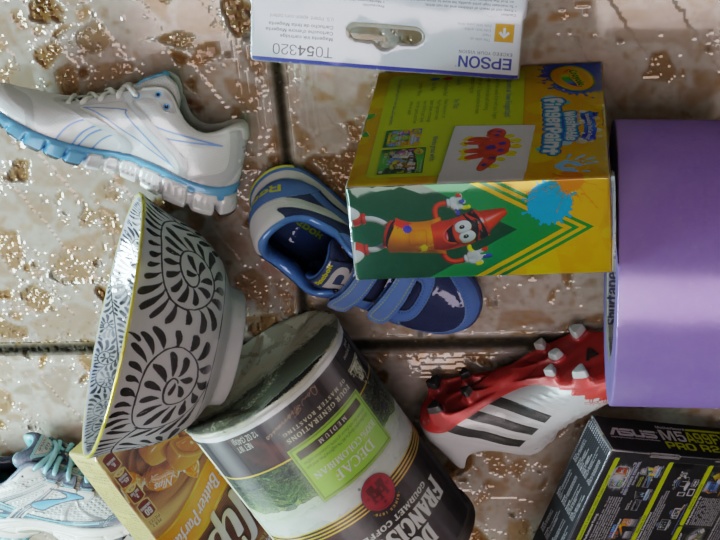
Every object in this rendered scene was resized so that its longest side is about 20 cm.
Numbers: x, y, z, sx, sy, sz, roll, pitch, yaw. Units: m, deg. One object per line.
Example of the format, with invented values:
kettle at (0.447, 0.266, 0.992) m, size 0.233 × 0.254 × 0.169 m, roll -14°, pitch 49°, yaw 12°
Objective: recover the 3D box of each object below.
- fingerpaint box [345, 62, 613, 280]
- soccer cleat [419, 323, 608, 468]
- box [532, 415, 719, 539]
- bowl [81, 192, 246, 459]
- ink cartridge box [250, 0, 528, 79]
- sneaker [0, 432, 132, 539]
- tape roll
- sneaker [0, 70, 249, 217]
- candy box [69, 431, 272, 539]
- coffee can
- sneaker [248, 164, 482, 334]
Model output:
fingerpaint box at (0.086, -0.070, 1.036) m, size 0.167 × 0.200 × 0.073 m, roll -2°, pitch 118°, yaw 8°
soccer cleat at (0.144, 0.103, 1.198) m, size 0.200 × 0.069 × 0.085 m, roll -19°, pitch 124°, yaw 18°
box at (0.224, 0.213, 1.222) m, size 0.160 × 0.044 × 0.200 m, roll 7°, pitch 120°, yaw -21°
bowl at (-0.141, 0.049, 1.137) m, size 0.094 × 0.201 × 0.201 m, roll 12°, pitch 119°, yaw -15°
ink cartridge box at (0.022, -0.238, 1.048) m, size 0.196 × 0.043 × 0.200 m, roll 5°, pitch 120°, yaw 3°
sneaker at (-0.252, 0.180, 1.278) m, size 0.200 × 0.078 × 0.086 m, roll -8°, pitch 112°, yaw 11°
tape roll at (0.214, -0.005, 1.054) m, size 0.085 × 0.200 × 0.200 m, roll 1°, pitch 117°, yaw 7°
sneaker at (-0.175, -0.114, 1.128) m, size 0.200 × 0.075 × 0.087 m, roll 18°, pitch 108°, yaw -9°
candy box at (-0.131, 0.187, 1.241) m, size 0.055 × 0.115 × 0.200 m, roll -2°, pitch 126°, yaw 56°
coffee can at (-0.024, 0.153, 1.195) m, size 0.146 × 0.146 × 0.200 m, roll -29°, pitch 110°, yaw 20°
sneaker at (0.000, 0.000, 1.150) m, size 0.200 × 0.082 × 0.074 m, roll 27°, pitch 116°, yaw -9°
